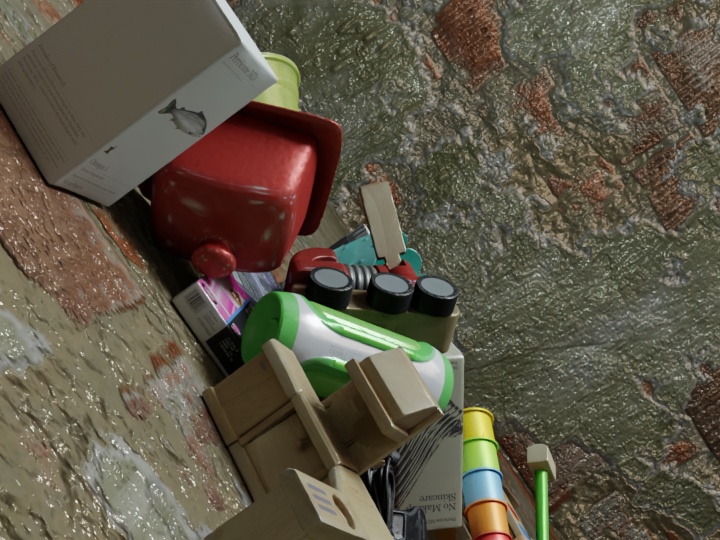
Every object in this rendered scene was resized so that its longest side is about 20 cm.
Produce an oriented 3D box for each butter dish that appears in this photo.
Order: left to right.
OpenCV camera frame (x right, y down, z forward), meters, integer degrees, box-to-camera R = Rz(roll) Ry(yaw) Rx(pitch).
[{"bbox_3d":[-0.131,-0.062,1.054,0.200,0.198,0.149,110,-10,-57],"label":"butter dish"}]

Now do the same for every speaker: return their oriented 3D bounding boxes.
[{"bbox_3d":[-0.010,0.085,1.020,0.199,0.089,0.089,22,23,-30],"label":"speaker"}]

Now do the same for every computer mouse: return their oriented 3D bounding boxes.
[{"bbox_3d":[0.027,0.242,1.066,0.200,0.045,0.142,22,65,-76],"label":"computer mouse"}]

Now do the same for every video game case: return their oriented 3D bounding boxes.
[{"bbox_3d":[-0.138,0.010,1.346,0.143,0.019,0.200,60,6,36],"label":"video game case"}]

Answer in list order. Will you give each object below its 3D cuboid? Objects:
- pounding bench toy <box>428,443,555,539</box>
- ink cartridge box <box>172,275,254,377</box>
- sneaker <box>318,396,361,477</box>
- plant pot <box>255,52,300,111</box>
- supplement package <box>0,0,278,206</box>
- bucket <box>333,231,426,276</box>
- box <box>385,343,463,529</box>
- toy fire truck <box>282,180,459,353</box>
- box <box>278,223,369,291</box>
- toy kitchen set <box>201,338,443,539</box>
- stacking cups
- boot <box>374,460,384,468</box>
[{"bbox_3d":[0.177,0.319,1.302,0.124,0.199,0.156,51,6,-41],"label":"pounding bench toy"},{"bbox_3d":[-0.133,0.046,1.096,0.095,0.037,0.200,55,3,-5],"label":"ink cartridge box"},{"bbox_3d":[-0.034,0.162,1.072,0.098,0.071,0.201,53,8,-17],"label":"sneaker"},{"bbox_3d":[-0.156,-0.185,1.595,0.200,0.199,0.186,42,26,-69],"label":"plant pot"},{"bbox_3d":[-0.193,-0.166,0.936,0.118,0.199,0.117,56,6,12],"label":"supplement package"},{"bbox_3d":[0.006,0.059,1.386,0.207,0.134,0.209,45,37,-48],"label":"bucket"},{"bbox_3d":[0.070,0.184,1.212,0.068,0.081,0.203,-130,-143,-74],"label":"box"},{"bbox_3d":[0.000,0.000,1.151,0.174,0.130,0.200,4,28,-18],"label":"toy fire truck"},{"bbox_3d":[-0.001,0.058,1.531,0.201,0.157,0.050,52,6,-27],"label":"box"},{"bbox_3d":[-0.038,0.116,0.815,0.201,0.162,0.180,58,6,28],"label":"toy kitchen set"},{"bbox_3d":[0.143,0.255,1.243,0.061,0.060,0.201,50,22,-43],"label":"stacking cups"},{"bbox_3d":[0.001,0.191,1.190,0.074,0.075,0.200,52,4,-8],"label":"boot"}]
